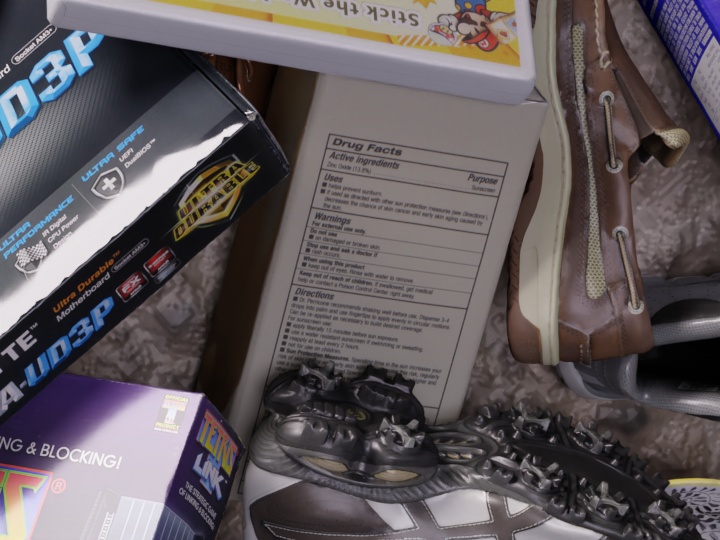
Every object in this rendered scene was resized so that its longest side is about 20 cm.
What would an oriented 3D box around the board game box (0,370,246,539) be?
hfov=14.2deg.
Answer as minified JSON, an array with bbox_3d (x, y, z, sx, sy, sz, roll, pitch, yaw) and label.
[{"bbox_3d":[-0.164,0.119,1.144,0.199,0.057,0.166,7,66,23],"label":"board game box"}]

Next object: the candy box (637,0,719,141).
[{"bbox_3d":[0.236,-0.099,1.255,0.169,0.077,0.200,-27,76,-10],"label":"candy box"}]

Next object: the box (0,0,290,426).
[{"bbox_3d":[-0.150,-0.031,1.163,0.200,0.159,0.046,-41,145,-5],"label":"box"}]

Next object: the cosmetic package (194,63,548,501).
[{"bbox_3d":[0.000,0.000,1.228,0.105,0.071,0.201,10,111,-18],"label":"cosmetic package"}]

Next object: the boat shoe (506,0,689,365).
[{"bbox_3d":[0.105,-0.059,1.252,0.074,0.075,0.203,2,85,7],"label":"boat shoe"}]

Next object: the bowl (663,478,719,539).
[{"bbox_3d":[0.128,0.182,1.308,0.200,0.094,0.202,-3,100,-15],"label":"bowl"}]

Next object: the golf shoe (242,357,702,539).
[{"bbox_3d":[0.045,0.105,1.210,0.199,0.078,0.095,17,115,-10],"label":"golf shoe"}]

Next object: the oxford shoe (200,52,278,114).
[{"bbox_3d":[-0.058,-0.098,1.220,0.071,0.071,0.201,10,95,-15],"label":"oxford shoe"}]

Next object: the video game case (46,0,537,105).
[{"bbox_3d":[-0.029,-0.159,1.183,0.199,0.023,0.183,9,54,-17],"label":"video game case"}]

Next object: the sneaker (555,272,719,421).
[{"bbox_3d":[0.194,0.034,1.290,0.199,0.115,0.075,-11,103,-13],"label":"sneaker"}]
